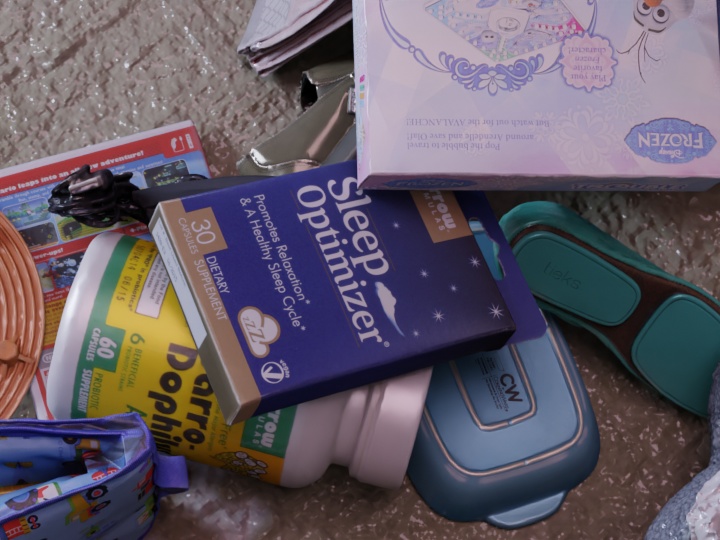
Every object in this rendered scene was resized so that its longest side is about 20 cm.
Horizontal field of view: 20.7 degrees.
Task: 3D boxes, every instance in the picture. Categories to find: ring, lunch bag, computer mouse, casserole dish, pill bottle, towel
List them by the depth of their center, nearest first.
[{"bbox_3d":[-0.188,0.131,1.046,0.199,0.151,0.095,-11,68,-9],"label":"lunch bag"},{"bbox_3d":[-0.064,0.056,1.091,0.199,0.113,0.113,16,66,1],"label":"pill bottle"},{"bbox_3d":[-0.071,-0.034,1.115,0.199,0.139,0.053,15,93,0],"label":"computer mouse"},{"bbox_3d":[-0.283,0.031,1.144,0.199,0.019,0.202,0,69,0],"label":"ring"},{"bbox_3d":[0.068,0.053,1.164,0.120,0.039,0.201,-17,70,-11],"label":"casserole dish"},{"bbox_3d":[0.002,-0.232,1.205,0.032,0.191,0.201,28,63,-23],"label":"towel"}]

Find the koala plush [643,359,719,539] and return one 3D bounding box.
[{"bbox_3d":[0.221,0.137,1.056,0.200,0.178,0.184,-34,66,-31],"label":"koala plush"}]

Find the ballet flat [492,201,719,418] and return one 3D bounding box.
[{"bbox_3d":[0.161,0.017,1.163,0.199,0.067,0.071,32,21,-18],"label":"ballet flat"}]

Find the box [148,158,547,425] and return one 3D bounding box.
[{"bbox_3d":[0.000,0.000,1.053,0.199,0.032,0.122,-14,67,-27],"label":"box"}]

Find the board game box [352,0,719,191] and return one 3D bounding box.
[{"bbox_3d":[0.095,-0.144,1.073,0.199,0.043,0.200,0,79,-10],"label":"board game box"}]

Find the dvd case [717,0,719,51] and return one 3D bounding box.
[{"bbox_3d":[0.245,-0.137,1.202,0.199,0.017,0.144,24,55,-41],"label":"dvd case"}]

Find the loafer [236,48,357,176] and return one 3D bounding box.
[{"bbox_3d":[-0.003,-0.111,1.208,0.070,0.075,0.200,37,69,6],"label":"loafer"}]

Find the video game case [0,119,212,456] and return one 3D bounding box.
[{"bbox_3d":[-0.138,0.016,1.173,0.142,0.017,0.201,-16,69,-11],"label":"video game case"}]
